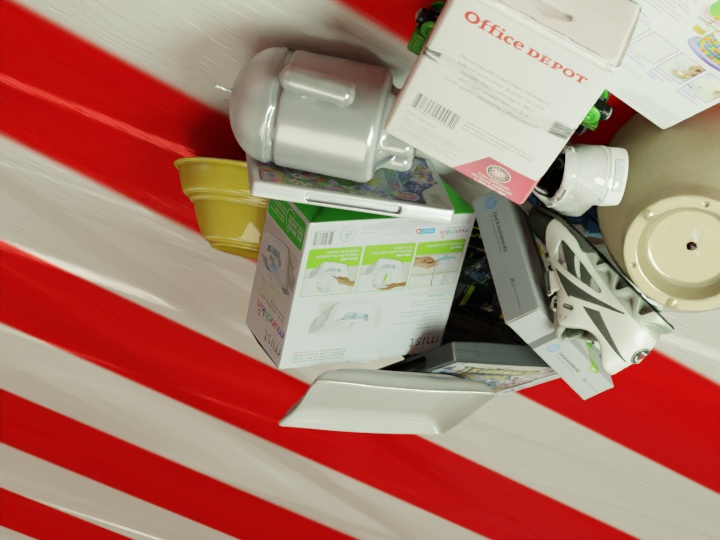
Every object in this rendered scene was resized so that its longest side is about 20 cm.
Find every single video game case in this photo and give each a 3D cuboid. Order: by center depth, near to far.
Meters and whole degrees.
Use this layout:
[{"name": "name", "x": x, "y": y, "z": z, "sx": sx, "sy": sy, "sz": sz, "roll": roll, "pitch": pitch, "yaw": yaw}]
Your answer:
[{"name": "video game case", "x": -0.014, "y": -0.094, "z": 1.416, "sx": 0.199, "sy": 0.143, "sz": 0.018, "roll": 8, "pitch": 113, "yaw": -11}, {"name": "video game case", "x": 0.123, "y": 0.114, "z": 1.567, "sx": 0.199, "sy": 0.026, "sz": 0.180, "roll": 5, "pitch": 162, "yaw": -36}]

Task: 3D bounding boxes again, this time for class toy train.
[{"name": "toy train", "x": 0.134, "y": -0.180, "z": 1.285, "sx": 0.199, "sy": 0.042, "sz": 0.056, "roll": 27, "pitch": 145, "yaw": -5}]

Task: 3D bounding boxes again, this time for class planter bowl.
[{"name": "planter bowl", "x": 0.308, "y": -0.045, "z": 1.301, "sx": 0.199, "sy": 0.135, "sz": 0.201, "roll": 9, "pitch": 122, "yaw": 15}, {"name": "planter bowl", "x": -0.111, "y": -0.057, "z": 1.523, "sx": 0.199, "sy": 0.084, "sz": 0.200, "roll": 10, "pitch": 174, "yaw": 1}]

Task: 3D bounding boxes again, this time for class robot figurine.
[{"name": "robot figurine", "x": -0.041, "y": -0.151, "z": 1.364, "sx": 0.199, "sy": 0.113, "sz": 0.170, "roll": 12, "pitch": 162, "yaw": 2}]

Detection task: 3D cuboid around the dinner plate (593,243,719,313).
[{"name": "dinner plate", "x": 0.327, "y": 0.015, "z": 1.548, "sx": 0.199, "sy": 0.024, "sz": 0.200, "roll": 13, "pitch": 166, "yaw": 3}]

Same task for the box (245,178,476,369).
[{"name": "box", "x": 0.000, "y": 0.000, "z": 1.472, "sx": 0.199, "sy": 0.097, "sz": 0.177, "roll": -6, "pitch": 124, "yaw": -29}]

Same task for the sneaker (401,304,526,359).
[{"name": "sneaker", "x": 0.097, "y": 0.081, "z": 1.630, "sx": 0.199, "sy": 0.091, "sz": 0.076, "roll": 15, "pitch": -171, "yaw": 5}]

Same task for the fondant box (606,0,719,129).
[{"name": "fondant box", "x": 0.280, "y": -0.210, "z": 1.184, "sx": 0.144, "sy": 0.058, "sz": 0.200, "roll": 30, "pitch": 148, "yaw": -26}]

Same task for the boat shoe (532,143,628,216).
[{"name": "boat shoe", "x": 0.191, "y": -0.086, "z": 1.324, "sx": 0.068, "sy": 0.072, "sz": 0.200, "roll": 9, "pitch": -174, "yaw": -7}]

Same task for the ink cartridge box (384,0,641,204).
[{"name": "ink cartridge box", "x": 0.124, "y": -0.169, "z": 1.192, "sx": 0.145, "sy": 0.085, "sz": 0.200, "roll": 29, "pitch": 146, "yaw": -2}]

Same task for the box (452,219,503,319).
[{"name": "box", "x": 0.094, "y": -0.001, "z": 1.645, "sx": 0.192, "sy": 0.048, "sz": 0.200, "roll": 14, "pitch": 150, "yaw": -5}]

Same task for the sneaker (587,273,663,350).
[{"name": "sneaker", "x": 0.271, "y": 0.051, "z": 1.474, "sx": 0.078, "sy": 0.080, "sz": 0.200, "roll": 20, "pitch": 179, "yaw": 13}]

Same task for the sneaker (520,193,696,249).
[{"name": "sneaker", "x": 0.254, "y": -0.059, "z": 1.455, "sx": 0.199, "sy": 0.075, "sz": 0.087, "roll": 19, "pitch": -178, "yaw": 12}]

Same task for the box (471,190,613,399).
[{"name": "box", "x": 0.190, "y": 0.026, "z": 1.463, "sx": 0.041, "sy": 0.156, "sz": 0.200, "roll": -25, "pitch": 142, "yaw": 18}]

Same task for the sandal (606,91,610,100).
[{"name": "sandal", "x": 0.166, "y": -0.133, "z": 1.369, "sx": 0.082, "sy": 0.055, "sz": 0.200, "roll": 28, "pitch": 148, "yaw": -25}]

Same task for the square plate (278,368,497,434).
[{"name": "square plate", "x": 0.025, "y": 0.143, "z": 1.539, "sx": 0.197, "sy": 0.029, "sz": 0.200, "roll": 4, "pitch": 160, "yaw": -14}]

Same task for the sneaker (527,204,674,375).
[{"name": "sneaker", "x": 0.205, "y": 0.017, "z": 1.354, "sx": 0.089, "sy": 0.200, "sz": 0.074, "roll": -45, "pitch": 139, "yaw": 11}]
